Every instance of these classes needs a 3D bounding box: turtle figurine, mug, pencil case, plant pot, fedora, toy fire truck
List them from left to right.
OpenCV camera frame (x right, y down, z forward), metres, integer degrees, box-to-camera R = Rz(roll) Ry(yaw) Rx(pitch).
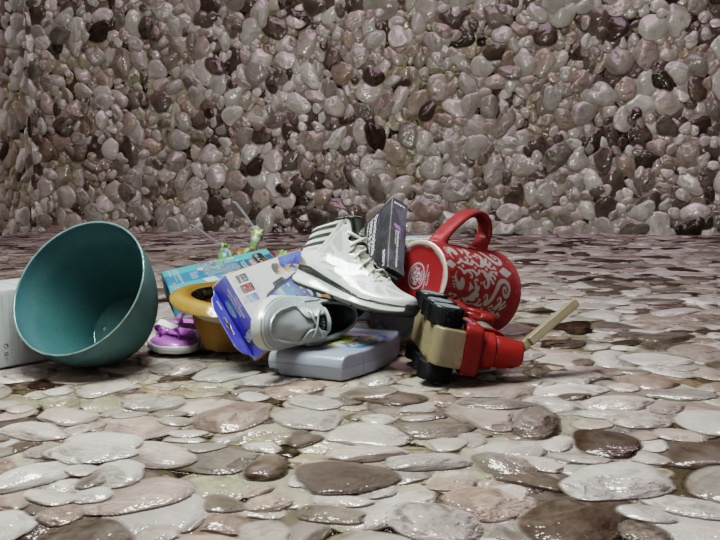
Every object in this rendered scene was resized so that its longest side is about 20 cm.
[{"bbox_3d":[-0.364,0.053,1.270,0.196,0.204,0.135,1,-28,17],"label":"plant pot"},{"bbox_3d":[-0.195,0.072,1.364,0.196,0.084,0.201,5,11,-1],"label":"fedora"},{"bbox_3d":[-0.273,-0.066,2.185,0.192,0.144,0.202,19,32,-51],"label":"turtle figurine"},{"bbox_3d":[0.045,0.058,1.487,0.082,0.092,0.200,22,6,-7],"label":"pencil case"},{"bbox_3d":[0.137,0.002,1.388,0.132,0.181,0.198,-25,-22,34],"label":"mug"},{"bbox_3d":[0.172,0.081,1.198,0.195,0.132,0.176,10,5,-6],"label":"toy fire truck"}]

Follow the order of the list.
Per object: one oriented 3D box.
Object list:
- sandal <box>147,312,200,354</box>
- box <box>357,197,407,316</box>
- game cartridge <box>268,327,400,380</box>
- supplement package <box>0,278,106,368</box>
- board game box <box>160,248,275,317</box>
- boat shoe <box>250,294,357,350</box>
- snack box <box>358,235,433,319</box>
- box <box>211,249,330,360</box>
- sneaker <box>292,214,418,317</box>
[{"bbox_3d":[-0.287,0.090,1.404,0.080,0.051,0.203,-2,7,-6],"label":"sandal"},{"bbox_3d":[0.000,0.000,1.379,0.036,0.145,0.200,28,-47,-24],"label":"box"},{"bbox_3d":[-0.024,0.112,1.259,0.131,0.041,0.199,6,9,24],"label":"game cartridge"},{"bbox_3d":[-0.472,0.068,1.356,0.112,0.112,0.198,6,9,42],"label":"supplement package"},{"bbox_3d":[-0.238,0.020,1.568,0.196,0.048,0.151,-13,17,-16],"label":"board game box"},{"bbox_3d":[-0.069,0.065,1.209,0.070,0.072,0.200,-2,3,29],"label":"boat shoe"},{"bbox_3d":[0.039,0.013,1.606,0.195,0.146,0.053,0,7,0],"label":"snack box"},{"bbox_3d":[-0.122,0.047,1.280,0.041,0.120,0.199,-38,-9,33],"label":"box"},{"bbox_3d":[0.000,-0.011,1.227,0.197,0.118,0.075,19,4,29],"label":"sneaker"}]
